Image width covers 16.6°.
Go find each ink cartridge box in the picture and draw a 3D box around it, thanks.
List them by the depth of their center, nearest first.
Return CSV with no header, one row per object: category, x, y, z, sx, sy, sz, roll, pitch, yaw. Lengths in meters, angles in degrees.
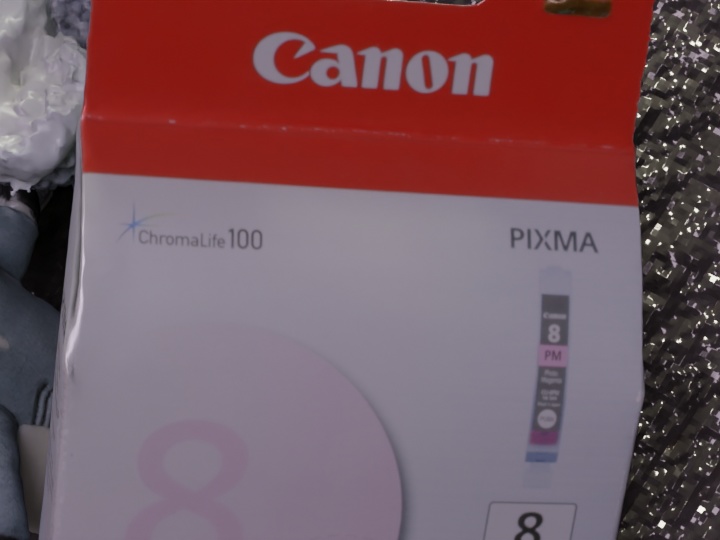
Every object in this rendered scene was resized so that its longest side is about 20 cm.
ink cartridge box,0.000,0.000,0.671,0.162,0.057,0.200,2,115,-14

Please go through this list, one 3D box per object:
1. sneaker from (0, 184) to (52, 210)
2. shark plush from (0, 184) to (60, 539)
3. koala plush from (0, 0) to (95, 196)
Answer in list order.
sneaker,-0.164,-0.082,0.824,0.082,0.075,0.200,-39,61,18
shark plush,-0.128,-0.001,0.743,0.083,0.091,0.200,-33,95,-23
koala plush,-0.066,-0.102,0.747,0.184,0.177,0.200,-21,70,31
